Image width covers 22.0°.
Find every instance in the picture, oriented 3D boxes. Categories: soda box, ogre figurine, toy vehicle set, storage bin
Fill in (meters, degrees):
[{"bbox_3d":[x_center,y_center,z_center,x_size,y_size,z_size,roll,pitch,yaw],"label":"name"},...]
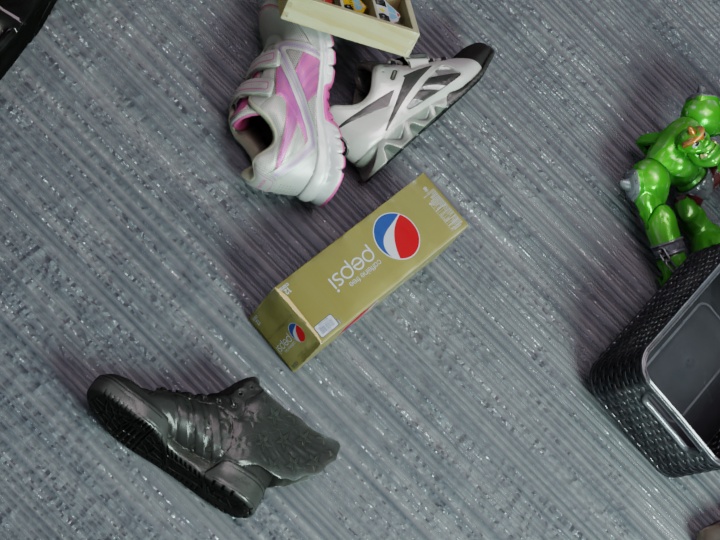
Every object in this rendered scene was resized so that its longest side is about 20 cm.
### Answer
[{"bbox_3d":[0.000,0.000,1.601,0.200,0.068,0.064,-38,85,-34],"label":"soda box"},{"bbox_3d":[0.325,-0.088,1.789,0.200,0.098,0.120,-44,103,-3],"label":"ogre figurine"},{"bbox_3d":[-0.021,-0.274,1.699,0.124,0.027,0.200,14,34,-19],"label":"toy vehicle set"},{"bbox_3d":[0.321,0.076,1.678,0.135,0.094,0.200,49,64,-7],"label":"storage bin"}]

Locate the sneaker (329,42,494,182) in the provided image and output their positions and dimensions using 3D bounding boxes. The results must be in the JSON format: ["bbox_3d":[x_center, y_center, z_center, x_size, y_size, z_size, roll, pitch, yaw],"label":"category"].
[{"bbox_3d":[0.044,-0.171,1.703,0.089,0.074,0.200,48,55,1],"label":"sneaker"}]

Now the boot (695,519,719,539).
[{"bbox_3d":[0.415,0.275,1.666,0.200,0.064,0.187,-24,65,-36],"label":"boot"}]

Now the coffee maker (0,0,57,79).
[{"bbox_3d":[-0.362,-0.244,1.527,0.200,0.135,0.192,37,31,-6],"label":"coffee maker"}]

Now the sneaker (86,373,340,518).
[{"bbox_3d":[-0.118,0.122,1.492,0.200,0.060,0.104,39,57,-10],"label":"sneaker"}]

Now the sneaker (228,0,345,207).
[{"bbox_3d":[-0.073,-0.155,1.635,0.088,0.081,0.201,3,64,-26],"label":"sneaker"}]
